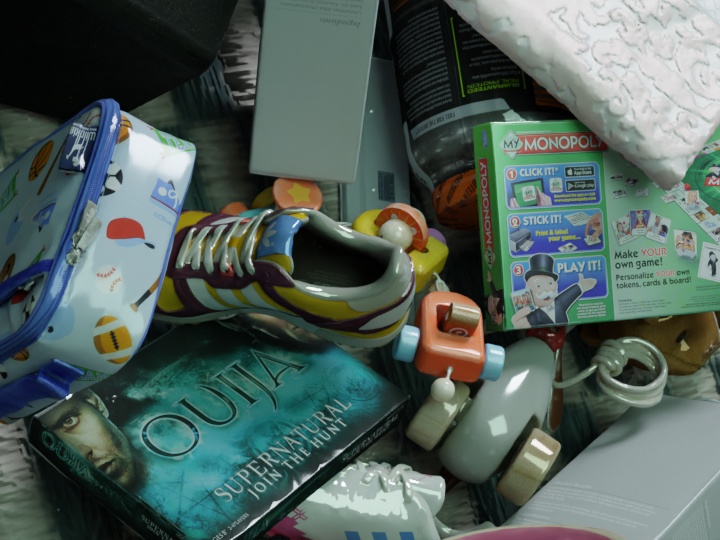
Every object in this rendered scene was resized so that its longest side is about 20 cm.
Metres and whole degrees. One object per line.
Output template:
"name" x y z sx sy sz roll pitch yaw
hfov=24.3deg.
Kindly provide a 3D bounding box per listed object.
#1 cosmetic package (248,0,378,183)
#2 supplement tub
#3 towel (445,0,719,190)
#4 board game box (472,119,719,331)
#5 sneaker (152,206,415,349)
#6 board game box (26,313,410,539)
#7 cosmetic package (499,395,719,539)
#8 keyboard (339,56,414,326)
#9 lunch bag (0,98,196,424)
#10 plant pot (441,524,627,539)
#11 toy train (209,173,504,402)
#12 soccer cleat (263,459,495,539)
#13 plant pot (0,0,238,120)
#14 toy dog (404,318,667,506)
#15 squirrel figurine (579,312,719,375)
"cosmetic package" -0.026 -0.167 1.056 0.071 0.200 0.101 6 30 -3
"supplement tub" 0.085 -0.136 1.172 0.122 0.123 0.200 2 72 -30
"towel" 0.177 -0.176 1.120 0.200 0.032 0.191 41 58 2
"board game box" 0.173 -0.034 1.112 0.200 0.029 0.135 -4 89 -23
"sneaker" -0.066 -0.009 0.991 0.200 0.090 0.075 7 65 2
"board game box" -0.079 0.088 0.988 0.135 0.028 0.200 35 38 18
"cosmetic package" 0.190 0.164 1.107 0.200 0.107 0.090 -29 117 -43
"keyboard" 0.011 -0.059 1.170 0.056 0.011 0.200 11 67 -32
"lunch bag" -0.170 0.002 0.923 0.075 0.200 0.161 28 60 -23
"plant pot" 0.100 0.249 0.964 0.200 0.200 0.179 -9 97 -33
"toy train" 0.000 0.000 1.063 0.200 0.056 0.150 15 38 -5
"soccer cleat" -0.001 0.140 1.035 0.200 0.086 0.070 35 19 -21
"plant pot" -0.172 -0.202 1.011 0.177 0.200 0.200 33 58 -29
"toy dog" 0.099 0.085 1.128 0.200 0.096 0.132 -28 73 -39
"squirrel figurine" 0.219 -0.027 1.217 0.200 0.141 0.187 45 68 -11
